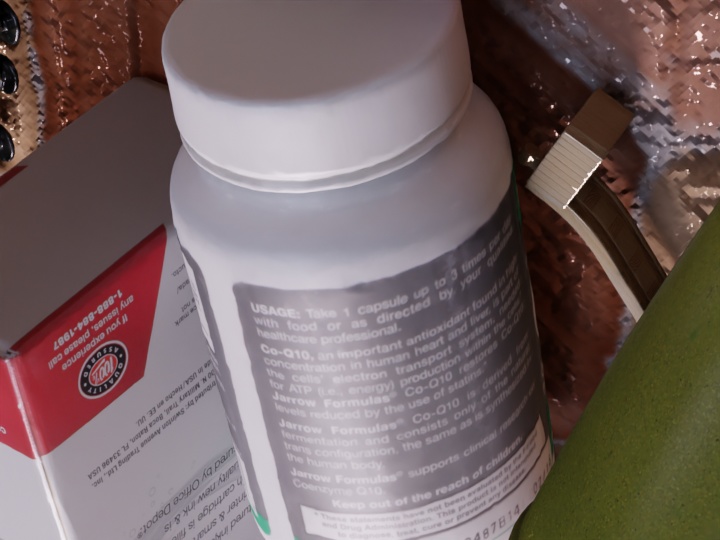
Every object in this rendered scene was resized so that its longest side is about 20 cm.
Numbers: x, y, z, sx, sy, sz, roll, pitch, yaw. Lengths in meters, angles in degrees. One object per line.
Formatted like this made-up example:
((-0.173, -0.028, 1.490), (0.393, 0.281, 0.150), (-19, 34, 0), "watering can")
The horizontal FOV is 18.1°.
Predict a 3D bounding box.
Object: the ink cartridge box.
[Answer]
((-0.083, 0.054, 0.843), (0.084, 0.144, 0.201), (22, 138, 35), "ink cartridge box")

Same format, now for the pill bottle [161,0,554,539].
((0.000, 0.000, 0.754), (0.113, 0.113, 0.201), (14, 135, 29), "pill bottle")

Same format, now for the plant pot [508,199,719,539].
((0.146, 0.052, 0.613), (0.200, 0.200, 0.194), (24, 112, 20), "plant pot")

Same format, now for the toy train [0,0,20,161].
((-0.164, -0.049, 0.910), (0.046, 0.034, 0.200), (40, 144, 21), "toy train")

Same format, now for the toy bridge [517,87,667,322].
((0.132, 0.021, 0.733), (0.200, 0.027, 0.067), (37, 142, 3), "toy bridge")
